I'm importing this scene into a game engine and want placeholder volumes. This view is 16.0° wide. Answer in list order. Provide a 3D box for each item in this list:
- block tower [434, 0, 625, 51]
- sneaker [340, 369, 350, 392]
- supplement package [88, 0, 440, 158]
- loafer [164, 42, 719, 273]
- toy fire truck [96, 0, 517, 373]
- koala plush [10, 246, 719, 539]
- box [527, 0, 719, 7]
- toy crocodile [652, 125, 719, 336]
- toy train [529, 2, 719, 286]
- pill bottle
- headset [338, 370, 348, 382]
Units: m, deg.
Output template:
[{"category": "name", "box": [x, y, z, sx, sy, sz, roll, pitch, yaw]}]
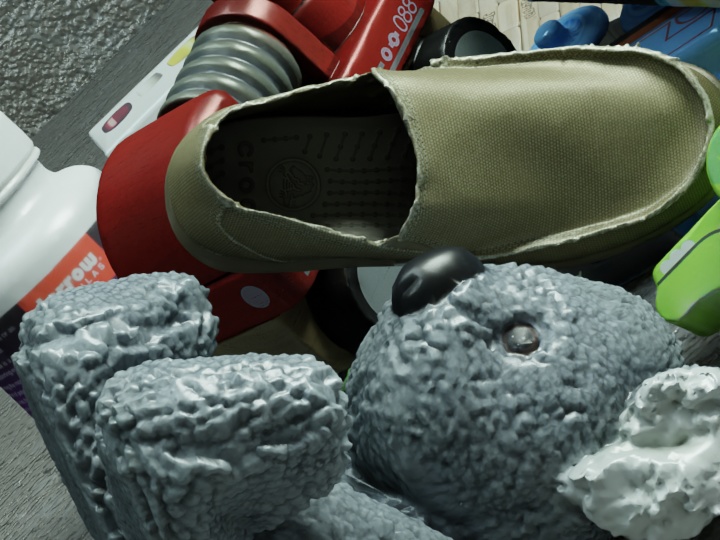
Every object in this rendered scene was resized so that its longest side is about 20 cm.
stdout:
[{"category": "block tower", "box": [0.101, -0.108, 1.136, 0.200, 0.054, 0.058, -22, 52, 26]}, {"category": "sneaker", "box": [0.031, 0.041, 1.003, 0.084, 0.077, 0.200, -21, 35, 42]}, {"category": "supplement package", "box": [-0.010, -0.078, 1.277, 0.200, 0.156, 0.111, -44, 14, -2]}, {"category": "loafer", "box": [0.030, -0.034, 0.867, 0.200, 0.076, 0.067, -10, -5, 2]}, {"category": "toy fire truck", "box": [-0.042, -0.077, 0.964, 0.129, 0.200, 0.176, -25, 31, 46]}, {"category": "koala plush", "box": [0.021, 0.066, 0.819, 0.200, 0.184, 0.177, -26, 17, -14]}, {"category": "box", "box": [0.109, -0.140, 0.946, 0.200, 0.082, 0.049, 10, 66, 56]}, {"category": "toy crocodile", "box": [0.178, -0.049, 0.854, 0.200, 0.062, 0.068, -45, -26, 8]}, {"category": "toy train", "box": [0.133, -0.072, 1.005, 0.200, 0.087, 0.114, -32, 27, 35]}, {"category": "pill bottle", "box": [-0.136, 0.020, 1.258, 0.111, 0.200, 0.111, -42, 14, 13]}, {"category": "headset", "box": [0.000, 0.000, 1.145, 0.200, 0.094, 0.124, -33, 16, 17]}]
